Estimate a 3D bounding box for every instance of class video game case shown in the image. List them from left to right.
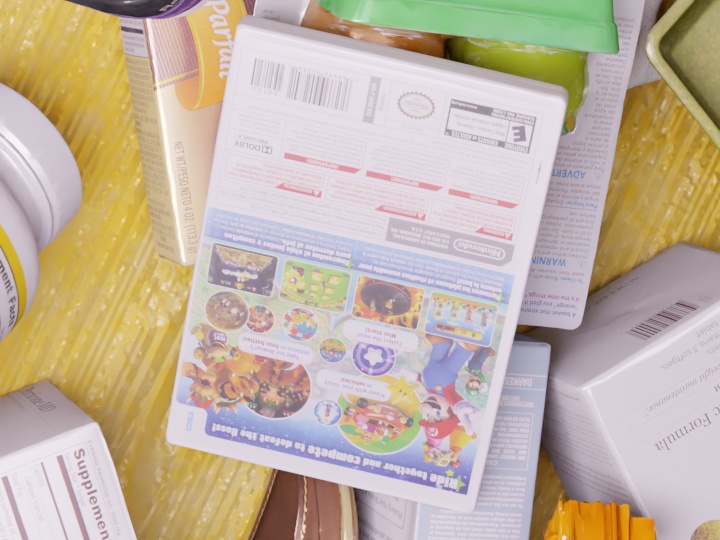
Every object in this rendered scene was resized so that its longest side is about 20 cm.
[{"bbox_3d":[0.000,0.000,1.228,0.142,0.018,0.201,13,114,3],"label":"video game case"}]

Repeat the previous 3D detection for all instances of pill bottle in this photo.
[{"bbox_3d":[-0.209,0.009,1.203,0.113,0.112,0.200,52,53,-17],"label":"pill bottle"}]

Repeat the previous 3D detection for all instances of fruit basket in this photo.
[{"bbox_3d":[0.032,-0.077,1.267,0.184,0.094,0.201,4,111,-20],"label":"fruit basket"}]

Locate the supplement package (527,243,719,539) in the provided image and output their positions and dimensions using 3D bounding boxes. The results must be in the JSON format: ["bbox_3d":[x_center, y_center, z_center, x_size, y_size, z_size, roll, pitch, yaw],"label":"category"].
[{"bbox_3d":[0.171,0.105,1.359,0.113,0.109,0.201,-31,105,-12],"label":"supplement package"}]

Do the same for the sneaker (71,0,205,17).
[{"bbox_3d":[-0.157,-0.161,1.202,0.199,0.088,0.076,18,105,6],"label":"sneaker"}]

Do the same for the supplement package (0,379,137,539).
[{"bbox_3d":[-0.202,0.140,1.251,0.199,0.114,0.110,-21,104,-15],"label":"supplement package"}]

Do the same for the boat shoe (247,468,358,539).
[{"bbox_3d":[-0.049,0.178,1.326,0.067,0.072,0.201,11,96,-21],"label":"boat shoe"}]

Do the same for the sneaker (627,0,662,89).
[{"bbox_3d":[0.124,-0.184,1.345,0.088,0.075,0.201,2,101,-32],"label":"sneaker"}]

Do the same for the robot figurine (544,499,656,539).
[{"bbox_3d":[0.101,0.196,1.310,0.058,0.200,0.146,3,58,1],"label":"robot figurine"}]

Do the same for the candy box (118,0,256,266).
[{"bbox_3d":[-0.048,-0.112,1.297,0.115,0.055,0.201,-11,99,-17],"label":"candy box"}]

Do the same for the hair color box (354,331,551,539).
[{"bbox_3d":[0.034,0.124,1.331,0.060,0.099,0.201,5,96,-19],"label":"hair color box"}]

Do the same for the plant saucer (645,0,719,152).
[{"bbox_3d":[0.239,-0.102,1.378,0.200,0.048,0.200,-48,111,-19],"label":"plant saucer"}]
